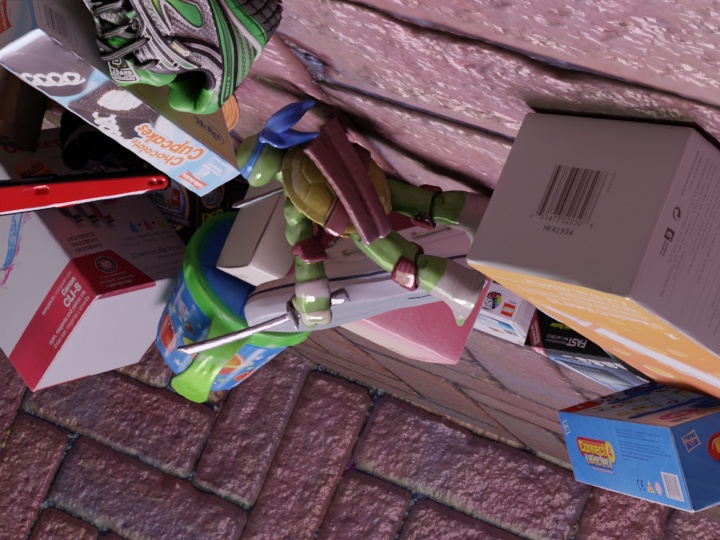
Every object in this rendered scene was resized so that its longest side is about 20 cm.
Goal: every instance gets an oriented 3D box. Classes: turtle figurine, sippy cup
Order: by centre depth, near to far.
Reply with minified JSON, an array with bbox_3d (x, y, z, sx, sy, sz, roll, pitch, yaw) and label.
[{"bbox_3d":[-0.008,-0.024,1.094,0.193,0.201,0.144,20,-154,-5],"label":"turtle figurine"},{"bbox_3d":[-0.118,0.038,1.354,0.177,0.130,0.140,-16,-113,-43],"label":"sippy cup"}]

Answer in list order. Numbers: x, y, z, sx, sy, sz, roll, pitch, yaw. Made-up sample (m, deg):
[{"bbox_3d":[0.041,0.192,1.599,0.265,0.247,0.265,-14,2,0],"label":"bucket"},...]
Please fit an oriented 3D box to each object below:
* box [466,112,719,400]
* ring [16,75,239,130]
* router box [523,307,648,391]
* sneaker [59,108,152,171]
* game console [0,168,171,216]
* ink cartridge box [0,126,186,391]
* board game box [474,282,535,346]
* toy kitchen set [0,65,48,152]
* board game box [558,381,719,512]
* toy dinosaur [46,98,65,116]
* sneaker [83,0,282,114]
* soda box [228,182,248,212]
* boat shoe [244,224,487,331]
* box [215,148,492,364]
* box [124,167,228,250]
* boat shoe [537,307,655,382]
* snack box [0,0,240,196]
[{"bbox_3d":[0.180,0.000,0.860,0.200,0.098,0.124,29,170,-38],"label":"box"},{"bbox_3d":[-0.180,-0.149,1.078,0.200,0.019,0.201,16,163,5],"label":"ring"},{"bbox_3d":[0.252,0.072,1.244,0.149,0.062,0.200,26,172,-24],"label":"router box"},{"bbox_3d":[-0.180,-0.121,1.252,0.080,0.074,0.200,-4,-175,-34],"label":"sneaker"},{"bbox_3d":[-0.245,-0.069,1.238,0.176,0.031,0.200,-10,-174,-7],"label":"game console"},{"bbox_3d":[-0.281,-0.017,1.417,0.200,0.145,0.145,51,-145,18],"label":"ink cartridge box"},{"bbox_3d":[0.080,0.020,1.487,0.199,0.035,0.126,20,172,20],"label":"board game box"},{"bbox_3d":[-0.377,-0.122,1.208,0.199,0.164,0.180,12,179,0],"label":"toy kitchen set"},{"bbox_3d":[0.262,0.099,1.019,0.195,0.056,0.200,-16,-179,-13],"label":"board game box"},{"bbox_3d":[-0.300,-0.159,1.388,0.199,0.061,0.106,21,-153,-7],"label":"toy dinosaur"},{"bbox_3d":[-0.115,-0.145,0.796,0.078,0.085,0.200,17,169,36],"label":"sneaker"},{"bbox_3d":[-0.127,-0.047,1.507,0.199,0.070,0.063,18,172,31],"label":"soda box"},{"bbox_3d":[0.000,0.000,1.171,0.199,0.067,0.074,-9,164,-23],"label":"boat shoe"},{"bbox_3d":[-0.003,-0.010,1.263,0.199,0.109,0.128,25,172,-16],"label":"box"},{"bbox_3d":[-0.217,-0.044,1.485,0.199,0.161,0.044,18,-156,36],"label":"box"},{"bbox_3d":[0.162,0.004,1.044,0.200,0.075,0.060,45,-160,-30],"label":"boat shoe"},{"bbox_3d":[-0.149,-0.134,0.888,0.037,0.117,0.200,-27,149,18],"label":"snack box"}]
